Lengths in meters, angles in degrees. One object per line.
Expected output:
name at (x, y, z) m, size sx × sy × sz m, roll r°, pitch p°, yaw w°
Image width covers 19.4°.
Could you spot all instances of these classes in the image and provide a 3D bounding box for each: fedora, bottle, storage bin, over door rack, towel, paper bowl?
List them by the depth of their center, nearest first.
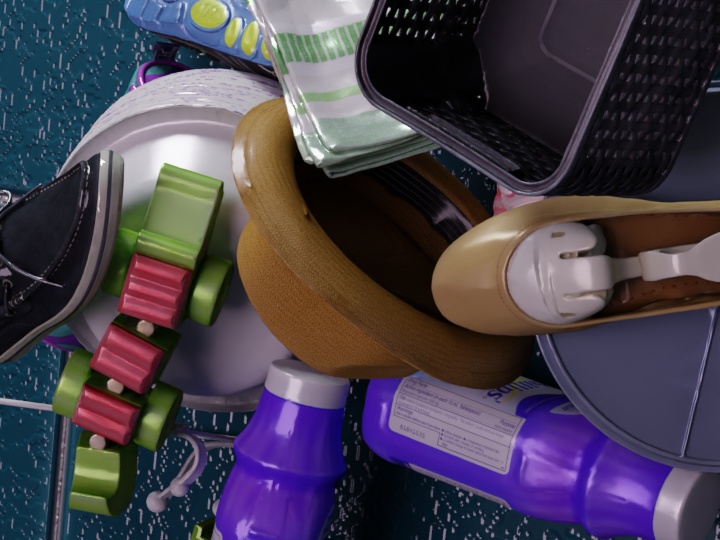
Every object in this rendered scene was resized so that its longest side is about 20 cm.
storage bin at (0.100, -0.145, 0.971) m, size 0.135 × 0.094 × 0.200 m, roll 34°, pitch 112°, yaw 33°
fedora at (0.000, 0.000, 1.118) m, size 0.082 × 0.200 × 0.201 m, roll -46°, pitch 66°, yaw 32°
towel at (0.017, -0.143, 1.124) m, size 0.152 × 0.023 × 0.200 m, roll -18°, pitch 52°, yaw -6°
bottle at (0.099, 0.098, 1.152) m, size 0.200 × 0.083 × 0.065 m, roll 19°, pitch 105°, yaw 35°
bottle at (-0.051, 0.151, 1.190) m, size 0.065 × 0.084 × 0.200 m, roll 15°, pitch 99°, yaw 4°
paper bowl at (-0.088, -0.008, 1.228) m, size 0.200 × 0.104 × 0.201 m, roll 5°, pitch 118°, yaw 9°
over door rack at (-0.137, 0.108, 1.293) m, size 0.200 × 0.148 × 0.067 m, roll 18°, pitch 89°, yaw 34°

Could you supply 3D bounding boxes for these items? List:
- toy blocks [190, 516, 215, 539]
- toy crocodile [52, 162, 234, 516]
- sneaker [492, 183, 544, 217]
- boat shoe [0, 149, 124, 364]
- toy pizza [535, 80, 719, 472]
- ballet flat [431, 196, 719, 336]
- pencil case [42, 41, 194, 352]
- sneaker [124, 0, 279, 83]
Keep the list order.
toy blocks at (-0.059, 0.268, 1.287) m, size 0.137 × 0.100 × 0.200 m, roll 21°, pitch 102°, yaw 22°
toy crocodile at (-0.121, 0.039, 1.153) m, size 0.067 × 0.062 × 0.200 m, roll 22°, pitch 103°, yaw 2°
sneaker at (0.107, -0.080, 1.134) m, size 0.104 × 0.075 × 0.201 m, roll -20°, pitch 82°, yaw 4°
boat shoe at (-0.186, -0.006, 1.165) m, size 0.200 × 0.062 × 0.075 m, roll -38°, pitch 43°, yaw 49°
toy pizza at (0.185, 0.003, 1.081) m, size 0.200 × 0.032 × 0.201 m, roll 0°, pitch 92°, yaw 1°
ballet flat at (0.134, -0.007, 1.034) m, size 0.200 × 0.063 × 0.069 m, roll -9°, pitch 94°, yaw 1°
pencil case at (-0.151, -0.041, 1.330) m, size 0.200 × 0.092 × 0.085 m, roll -53°, pitch 44°, yaw 26°
sneaker at (-0.075, -0.149, 1.284) m, size 0.200 × 0.083 × 0.071 m, roll 29°, pitch 79°, yaw 45°
